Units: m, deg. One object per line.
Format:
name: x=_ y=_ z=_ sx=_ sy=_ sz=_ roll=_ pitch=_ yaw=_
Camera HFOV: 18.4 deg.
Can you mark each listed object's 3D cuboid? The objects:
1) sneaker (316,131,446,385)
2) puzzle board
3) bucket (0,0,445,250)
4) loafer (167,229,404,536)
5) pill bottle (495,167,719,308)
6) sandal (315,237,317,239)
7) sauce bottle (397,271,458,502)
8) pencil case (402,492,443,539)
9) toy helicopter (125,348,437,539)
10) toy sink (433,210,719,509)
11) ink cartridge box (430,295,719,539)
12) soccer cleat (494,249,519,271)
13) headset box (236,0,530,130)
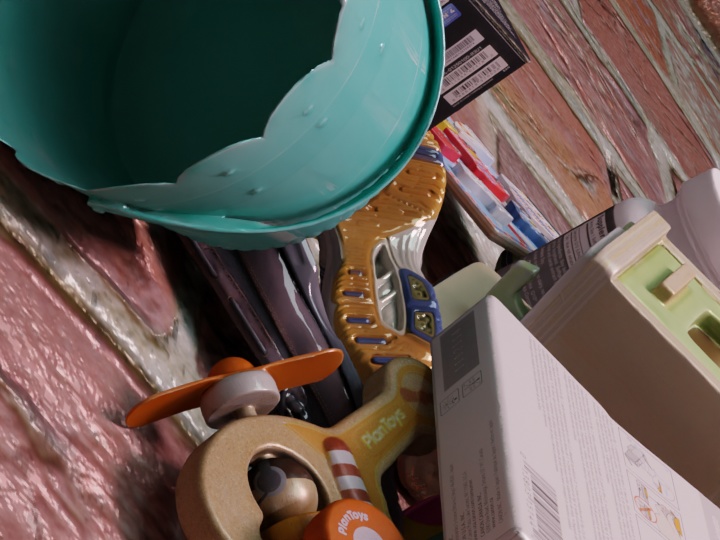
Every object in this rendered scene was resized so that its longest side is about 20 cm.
sneaker: x=0.000 y=0.000 z=1.188 sx=0.075 sy=0.088 sz=0.201 roll=12 pitch=49 yaw=-9
puzzle board: x=0.077 y=-0.070 z=1.526 sx=0.150 sy=0.017 sz=0.200 roll=27 pitch=22 yaw=-53
bucket: x=-0.065 y=-0.111 z=1.010 sx=0.135 sy=0.206 sz=0.208 roll=36 pitch=29 yaw=-62
loafer: x=-0.038 y=0.048 z=1.083 sx=0.072 sy=0.063 sz=0.201 roll=114 pitch=-44 yaw=-74
pill bottle: x=0.159 y=0.025 z=1.403 sx=0.116 sy=0.199 sz=0.116 roll=52 pitch=19 yaw=-26
sandal: x=-0.036 y=-0.110 z=1.265 sx=0.079 sy=0.087 sz=0.201 roll=21 pitch=46 yaw=-64
sauce bottle: x=0.055 y=0.061 z=1.284 sx=0.066 sy=0.066 sz=0.200 roll=53 pitch=19 yaw=-22
pencil case: x=0.076 y=0.197 z=1.101 sx=0.201 sy=0.088 sz=0.088 roll=65 pitch=18 yaw=12
toy helicopter: x=-0.018 y=0.081 z=0.982 sx=0.132 sy=0.079 sz=0.200 roll=48 pitch=33 yaw=4
toy sink: x=0.144 y=0.046 z=1.230 sx=0.200 sy=0.112 sz=0.130 roll=45 pitch=23 yaw=8
ink cartridge box: x=0.107 y=0.124 z=1.009 sx=0.176 sy=0.045 sz=0.200 roll=44 pitch=20 yaw=-20
soccer cleat: x=0.160 y=0.056 z=1.587 sx=0.200 sy=0.064 sz=0.084 roll=48 pitch=19 yaw=-33
headset box: x=-0.033 y=-0.149 z=1.167 sx=0.093 sy=0.174 sz=0.201 roll=40 pitch=22 yaw=-48
